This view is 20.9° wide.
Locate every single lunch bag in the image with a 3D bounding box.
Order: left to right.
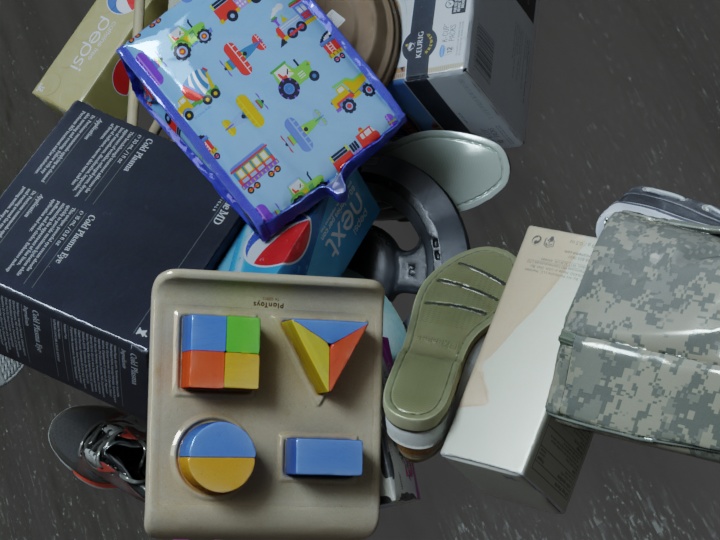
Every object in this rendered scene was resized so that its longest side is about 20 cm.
[{"bbox_3d":[-0.071,-0.134,1.555,0.150,0.094,0.200,-38,73,-9],"label":"lunch bag"},{"bbox_3d":[0.254,0.049,1.432,0.199,0.139,0.169,12,92,35],"label":"lunch bag"}]

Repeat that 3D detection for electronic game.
[{"bbox_3d":[0.000,0.000,1.657,0.199,0.042,0.201,-2,85,23],"label":"electronic game"}]

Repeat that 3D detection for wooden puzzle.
[{"bbox_3d":[-0.066,0.103,1.461,0.046,0.184,0.201,178,95,-69],"label":"wooden puzzle"}]

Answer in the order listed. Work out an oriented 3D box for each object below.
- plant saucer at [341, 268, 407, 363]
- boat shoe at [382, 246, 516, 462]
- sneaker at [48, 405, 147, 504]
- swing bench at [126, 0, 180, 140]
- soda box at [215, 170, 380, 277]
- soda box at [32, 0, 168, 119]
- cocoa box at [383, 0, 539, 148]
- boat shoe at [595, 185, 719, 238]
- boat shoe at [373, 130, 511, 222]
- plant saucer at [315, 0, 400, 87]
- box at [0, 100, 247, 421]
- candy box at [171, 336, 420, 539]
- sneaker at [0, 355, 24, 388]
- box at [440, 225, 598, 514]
[{"bbox_3d":[-0.053,0.090,1.627,0.200,0.039,0.202,-3,83,23],"label":"plant saucer"},{"bbox_3d":[0.070,0.065,1.559,0.074,0.069,0.200,18,50,20],"label":"boat shoe"},{"bbox_3d":[-0.204,0.154,1.690,0.199,0.082,0.077,18,75,35],"label":"sneaker"},{"bbox_3d":[-0.106,-0.201,1.782,0.130,0.199,0.200,130,146,-53],"label":"swing bench"},{"bbox_3d":[-0.063,-0.001,1.564,0.064,0.068,0.200,4,50,35],"label":"soda box"},{"bbox_3d":[-0.232,-0.229,1.927,0.068,0.064,0.200,27,79,37],"label":"soda box"},{"bbox_3d":[0.069,-0.216,1.704,0.131,0.133,0.201,-6,62,28],"label":"cocoa box"},{"bbox_3d":[0.284,-0.015,1.520,0.199,0.072,0.068,21,46,31],"label":"boat shoe"},{"bbox_3d":[0.043,-0.080,1.691,0.199,0.060,0.076,-3,92,24],"label":"boat shoe"},{"bbox_3d":[-0.066,-0.192,1.635,0.199,0.029,0.201,-5,66,11],"label":"plant saucer"},{"bbox_3d":[-0.201,-0.010,1.587,0.181,0.104,0.200,23,55,14],"label":"box"},{"bbox_3d":[-0.063,0.139,1.571,0.199,0.061,0.137,-15,79,21],"label":"candy box"},{"bbox_3d":[-0.369,0.032,1.853,0.118,0.074,0.201,-8,51,18],"label":"sneaker"},{"bbox_3d":[0.146,0.077,1.529,0.077,0.095,0.201,12,70,33],"label":"box"}]
